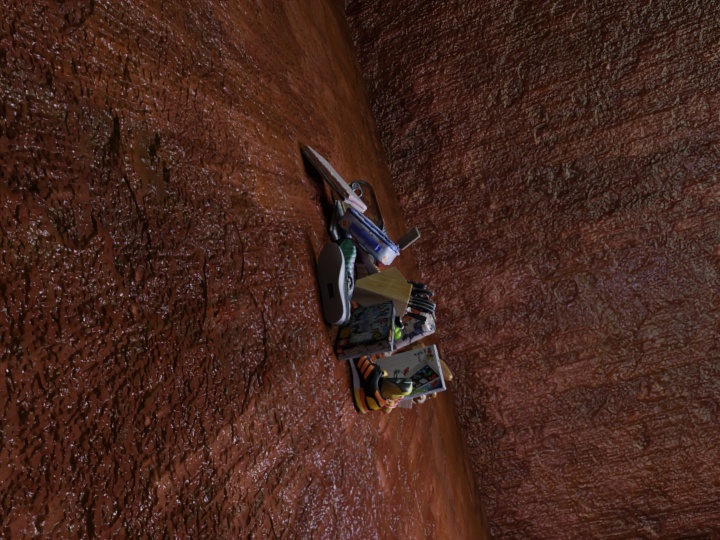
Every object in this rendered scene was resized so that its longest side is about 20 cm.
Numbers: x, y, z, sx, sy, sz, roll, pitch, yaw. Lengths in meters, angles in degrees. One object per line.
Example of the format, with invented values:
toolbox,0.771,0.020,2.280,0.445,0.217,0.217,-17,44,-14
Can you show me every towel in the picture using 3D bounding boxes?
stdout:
towel,-0.072,-0.255,1.524,0.201,0.032,0.191,51,9,12

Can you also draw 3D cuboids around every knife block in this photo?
knife block,0.096,0.081,1.438,0.176,0.197,0.065,52,-35,31

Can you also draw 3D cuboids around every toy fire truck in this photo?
toy fire truck,0.076,-0.113,1.721,0.129,0.196,0.180,152,-81,-84

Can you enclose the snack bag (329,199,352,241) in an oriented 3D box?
snack bag,-0.049,-0.085,1.617,0.190,0.021,0.203,-87,161,-55

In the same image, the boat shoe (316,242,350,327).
boat shoe,-0.056,0.036,1.293,0.068,0.072,0.204,36,39,-63

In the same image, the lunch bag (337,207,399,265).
lunch bag,0.029,-0.096,1.548,0.199,0.076,0.160,41,5,8

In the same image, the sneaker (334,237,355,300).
sneaker,-0.049,0.007,1.430,0.089,0.072,0.203,88,4,-49

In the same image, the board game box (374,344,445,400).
board game box,0.135,0.300,1.538,0.035,0.196,0.129,51,26,-65

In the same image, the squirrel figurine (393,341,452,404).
squirrel figurine,0.192,0.352,1.824,0.202,0.139,0.189,60,-25,32

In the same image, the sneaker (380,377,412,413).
sneaker,0.078,0.324,1.387,0.200,0.076,0.093,147,-54,-66

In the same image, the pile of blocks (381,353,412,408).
pile of blocks,0.121,0.339,1.702,0.062,0.080,0.204,-71,143,-70

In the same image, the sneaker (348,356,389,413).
sneaker,0.023,0.250,1.345,0.070,0.088,0.204,52,25,-59

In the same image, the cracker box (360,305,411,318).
cracker box,0.072,0.092,1.673,0.201,0.131,0.059,58,19,-51

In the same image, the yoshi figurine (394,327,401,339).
yoshi figurine,0.060,0.147,1.532,0.201,0.109,0.115,76,13,-71

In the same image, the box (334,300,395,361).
box,0.016,0.146,1.335,0.201,0.134,0.041,-77,152,-67

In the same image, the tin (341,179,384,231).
tin,0.005,-0.181,1.666,0.042,0.109,0.205,108,-33,-78

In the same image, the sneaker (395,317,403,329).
sneaker,0.096,0.152,1.620,0.202,0.076,0.089,85,-21,-55

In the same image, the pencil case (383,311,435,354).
pencil case,0.151,0.201,1.736,0.079,0.198,0.089,58,23,-3

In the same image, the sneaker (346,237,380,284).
sneaker,0.000,0.000,1.554,0.201,0.090,0.075,53,6,7
